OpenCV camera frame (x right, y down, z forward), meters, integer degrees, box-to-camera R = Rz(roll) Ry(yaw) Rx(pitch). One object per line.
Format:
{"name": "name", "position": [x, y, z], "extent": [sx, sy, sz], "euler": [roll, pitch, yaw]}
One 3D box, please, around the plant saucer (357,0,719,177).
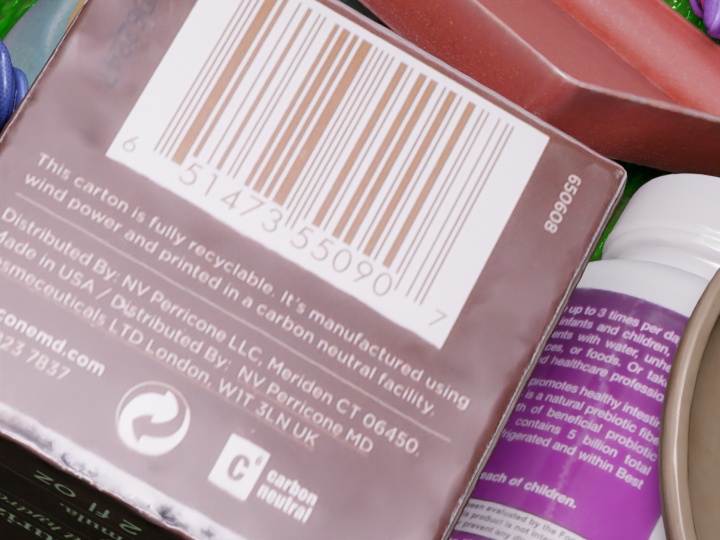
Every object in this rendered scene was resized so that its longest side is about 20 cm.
{"name": "plant saucer", "position": [0.061, -0.097, 0.976], "extent": [0.200, 0.200, 0.037], "euler": [44, 112, 33]}

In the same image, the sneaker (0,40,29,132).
{"name": "sneaker", "position": [-0.158, -0.059, 0.982], "extent": [0.088, 0.075, 0.200], "euler": [-54, 32, 17]}

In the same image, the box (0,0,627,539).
{"name": "box", "position": [-0.048, 0.025, 0.803], "extent": [0.166, 0.200, 0.164], "euler": [29, 68, -4]}

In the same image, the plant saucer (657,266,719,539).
{"name": "plant saucer", "position": [0.172, 0.071, 0.835], "extent": [0.200, 0.029, 0.200], "euler": [7, 76, -29]}

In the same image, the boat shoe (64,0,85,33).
{"name": "boat shoe", "position": [-0.016, -0.046, 0.952], "extent": [0.200, 0.069, 0.071], "euler": [27, 81, 14]}

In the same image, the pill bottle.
{"name": "pill bottle", "position": [0.086, 0.068, 0.866], "extent": [0.112, 0.112, 0.200], "euler": [19, 62, 23]}

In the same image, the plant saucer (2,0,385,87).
{"name": "plant saucer", "position": [-0.071, -0.085, 1.039], "extent": [0.201, 0.039, 0.201], "euler": [-9, 47, 10]}

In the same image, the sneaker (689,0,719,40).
{"name": "sneaker", "position": [0.149, -0.135, 1.032], "extent": [0.083, 0.081, 0.200], "euler": [-41, 58, -12]}
